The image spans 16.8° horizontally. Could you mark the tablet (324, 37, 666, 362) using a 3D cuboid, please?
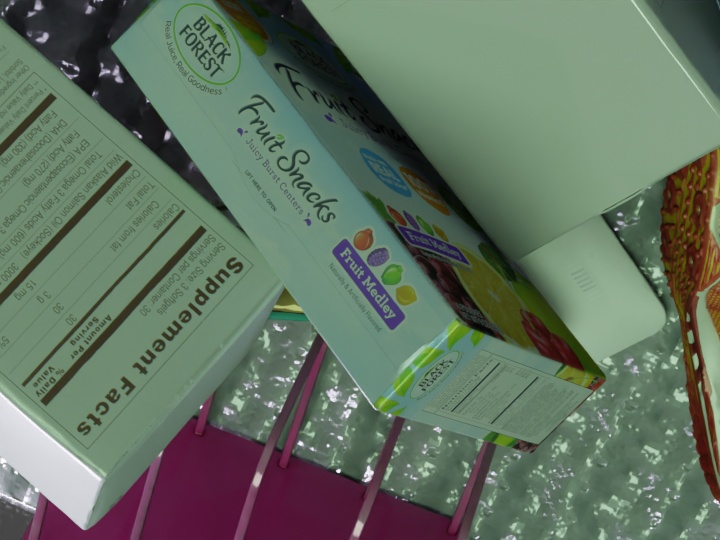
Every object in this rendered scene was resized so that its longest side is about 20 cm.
[{"bbox_3d":[0.038,-0.025,1.132,0.130,0.014,0.200,-27,110,28],"label":"tablet"}]

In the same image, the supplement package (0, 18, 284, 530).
[{"bbox_3d":[-0.145,-0.008,1.007,0.200,0.117,0.117,41,161,2],"label":"supplement package"}]

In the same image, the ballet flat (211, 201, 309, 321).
[{"bbox_3d":[0.000,0.000,1.104,0.198,0.069,0.064,9,91,-10],"label":"ballet flat"}]

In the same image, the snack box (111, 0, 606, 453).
[{"bbox_3d":[0.001,-0.023,0.994,0.053,0.142,0.200,-44,62,13],"label":"snack box"}]

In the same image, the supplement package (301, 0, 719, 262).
[{"bbox_3d":[0.059,-0.130,0.997,0.121,0.120,0.200,-29,110,29],"label":"supplement package"}]

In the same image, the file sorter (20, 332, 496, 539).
[{"bbox_3d":[-0.042,0.096,1.147,0.199,0.139,0.126,21,128,2],"label":"file sorter"}]

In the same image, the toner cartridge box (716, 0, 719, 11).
[{"bbox_3d":[0.196,-0.070,1.011,0.043,0.095,0.201,-14,116,22],"label":"toner cartridge box"}]

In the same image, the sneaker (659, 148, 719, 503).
[{"bbox_3d":[0.179,0.014,1.095,0.076,0.073,0.201,-14,122,-2],"label":"sneaker"}]
